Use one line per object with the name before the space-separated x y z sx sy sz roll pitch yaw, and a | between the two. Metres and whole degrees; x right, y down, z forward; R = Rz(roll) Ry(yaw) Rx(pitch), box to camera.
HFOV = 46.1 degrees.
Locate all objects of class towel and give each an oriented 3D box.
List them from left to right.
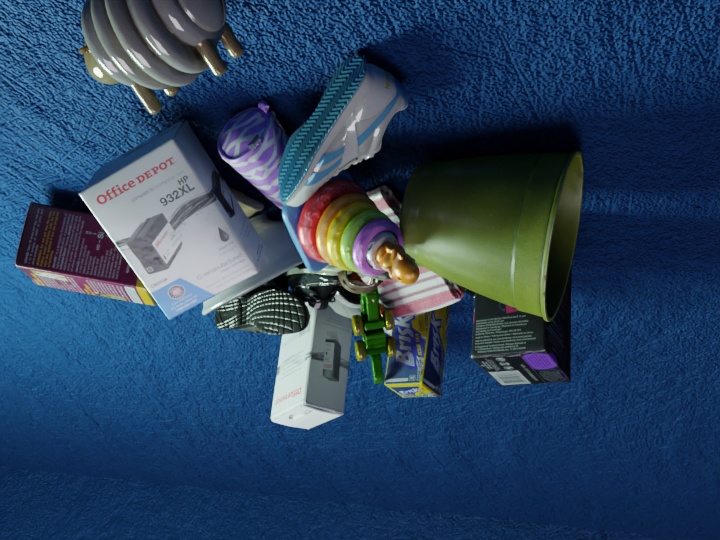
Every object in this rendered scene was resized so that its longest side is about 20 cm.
towel | 0.043 -0.022 1.199 0.146 0.030 0.201 -19 113 48

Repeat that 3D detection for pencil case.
pencil case | -0.094 -0.126 1.067 0.084 0.086 0.200 35 175 40

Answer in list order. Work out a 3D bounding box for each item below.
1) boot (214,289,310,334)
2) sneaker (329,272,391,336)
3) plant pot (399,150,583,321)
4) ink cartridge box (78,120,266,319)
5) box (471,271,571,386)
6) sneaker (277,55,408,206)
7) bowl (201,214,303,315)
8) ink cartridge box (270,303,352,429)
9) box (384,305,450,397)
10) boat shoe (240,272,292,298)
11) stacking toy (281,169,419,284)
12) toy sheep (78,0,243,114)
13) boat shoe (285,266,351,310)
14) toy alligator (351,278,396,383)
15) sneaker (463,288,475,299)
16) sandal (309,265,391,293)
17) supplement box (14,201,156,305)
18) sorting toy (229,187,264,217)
boot | -0.127 0.071 1.360 0.198 0.069 0.130 -1 173 39
sneaker | 0.011 0.057 1.420 0.199 0.076 0.092 35 151 -30
plant pot | 0.155 -0.056 1.030 0.191 0.202 0.201 10 156 21
ink cartridge box | -0.234 -0.063 1.077 0.144 0.084 0.201 -26 112 12
box | 0.226 0.044 1.170 0.105 0.202 0.122 -8 150 29
sneaker | -0.025 -0.142 0.956 0.080 0.077 0.200 17 130 -34
bowl | -0.161 -0.020 1.232 0.200 0.091 0.201 -29 -179 1
ink cartridge box | -0.085 0.166 1.501 0.084 0.202 0.145 20 152 -23
box | 0.091 0.089 1.297 0.069 0.202 0.064 -7 151 32
boat shoe | -0.189 0.000 1.356 0.092 0.076 0.199 -13 157 28
stacking toy | 0.007 -0.035 1.005 0.199 0.109 0.117 33 155 48
toy sheep | -0.190 -0.238 0.814 0.198 0.139 0.138 -24 142 23
boat shoe | -0.066 0.027 1.301 0.074 0.067 0.199 -1 179 -29
toy alligator | 0.016 0.065 1.241 0.059 0.203 0.054 -8 -164 -8
sneaker | 0.097 0.000 1.248 0.197 0.087 0.081 0 152 16
sandal | 0.000 0.000 1.140 0.079 0.058 0.200 -21 -169 -29
supplement box | -0.409 -0.022 1.308 0.197 0.105 0.131 11 166 -6
sorting toy | -0.257 -0.103 1.210 0.184 0.037 0.199 24 154 -28
